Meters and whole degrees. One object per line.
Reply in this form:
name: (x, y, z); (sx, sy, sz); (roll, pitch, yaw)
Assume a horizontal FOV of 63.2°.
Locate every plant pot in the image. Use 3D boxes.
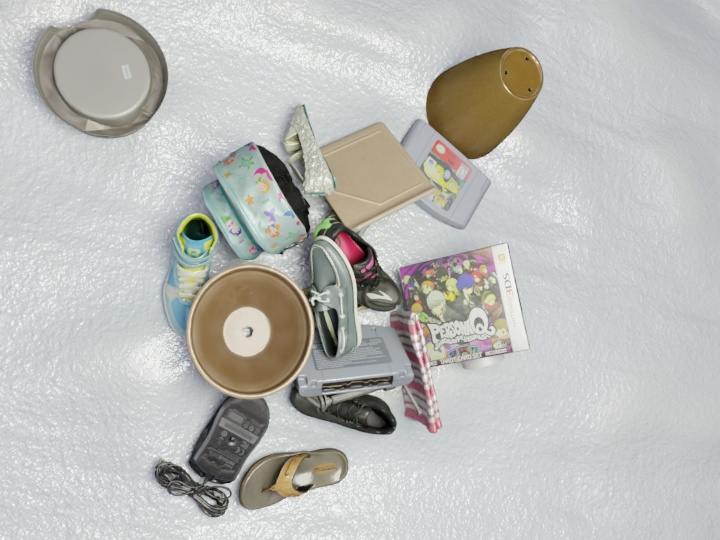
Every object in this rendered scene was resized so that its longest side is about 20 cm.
plant pot: (0.246, -0.327, 1.098); (0.182, 0.199, 0.192); (2, 85, -19)
plant pot: (-0.176, 0.096, 0.935); (0.195, 0.093, 0.207); (2, 84, -15)

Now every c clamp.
c clamp: (-0.014, 0.187, 0.987); (0.195, 0.028, 0.172); (-7, 42, -20)

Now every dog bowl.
dog bowl: (-0.409, -0.306, 0.935); (0.195, 0.058, 0.206); (2, 85, -20)

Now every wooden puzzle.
wooden puzzle: (0.011, -0.167, 1.042); (0.182, 0.038, 0.201); (-27, 62, -20)

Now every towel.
towel: (0.090, 0.171, 1.021); (0.029, 0.146, 0.205); (-11, 88, -12)

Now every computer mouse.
computer mouse: (-0.226, 0.280, 0.949); (0.138, 0.053, 0.202); (38, 84, -17)

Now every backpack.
backpack: (-0.161, -0.107, 0.929); (0.149, 0.200, 0.180); (-31, 96, -5)

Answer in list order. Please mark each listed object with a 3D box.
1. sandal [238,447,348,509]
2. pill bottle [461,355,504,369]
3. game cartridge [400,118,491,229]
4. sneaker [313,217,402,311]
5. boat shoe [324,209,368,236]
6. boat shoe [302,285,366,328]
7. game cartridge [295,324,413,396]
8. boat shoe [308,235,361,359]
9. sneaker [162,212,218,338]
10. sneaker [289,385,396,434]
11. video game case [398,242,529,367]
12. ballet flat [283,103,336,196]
sandal: (-0.105, 0.347, 0.977); (0.195, 0.054, 0.084); (-2, 89, -23)
pill bottle: (0.204, 0.074, 1.089); (0.109, 0.111, 0.205); (-15, 90, -20)
game cartridge: (0.151, -0.179, 1.136); (0.198, 0.041, 0.135); (37, 78, -13)
sneaker: (0.000, 0.000, 0.962); (0.200, 0.083, 0.077); (44, 79, -22)
boat shoe: (-0.031, -0.076, 1.047); (0.072, 0.072, 0.202); (38, 64, -7)
boat shoe: (-0.049, 0.053, 1.023); (0.196, 0.063, 0.075); (-18, 87, -21)
game cartridge: (-0.020, 0.147, 0.995); (0.195, 0.135, 0.041); (-2, 129, -16)
boat shoe: (-0.047, 0.048, 0.930); (0.061, 0.072, 0.205); (-34, 120, -43)
sneaker: (-0.267, 0.004, 0.916); (0.078, 0.130, 0.206); (2, 85, -19)
sneaker: (-0.024, 0.233, 1.002); (0.195, 0.091, 0.078); (16, 85, -16)
video game case: (0.178, 0.063, 1.019); (0.195, 0.036, 0.186); (-12, 89, 17)
ballet flat: (-0.097, -0.207, 0.999); (0.070, 0.072, 0.203); (-9, 56, -20)
